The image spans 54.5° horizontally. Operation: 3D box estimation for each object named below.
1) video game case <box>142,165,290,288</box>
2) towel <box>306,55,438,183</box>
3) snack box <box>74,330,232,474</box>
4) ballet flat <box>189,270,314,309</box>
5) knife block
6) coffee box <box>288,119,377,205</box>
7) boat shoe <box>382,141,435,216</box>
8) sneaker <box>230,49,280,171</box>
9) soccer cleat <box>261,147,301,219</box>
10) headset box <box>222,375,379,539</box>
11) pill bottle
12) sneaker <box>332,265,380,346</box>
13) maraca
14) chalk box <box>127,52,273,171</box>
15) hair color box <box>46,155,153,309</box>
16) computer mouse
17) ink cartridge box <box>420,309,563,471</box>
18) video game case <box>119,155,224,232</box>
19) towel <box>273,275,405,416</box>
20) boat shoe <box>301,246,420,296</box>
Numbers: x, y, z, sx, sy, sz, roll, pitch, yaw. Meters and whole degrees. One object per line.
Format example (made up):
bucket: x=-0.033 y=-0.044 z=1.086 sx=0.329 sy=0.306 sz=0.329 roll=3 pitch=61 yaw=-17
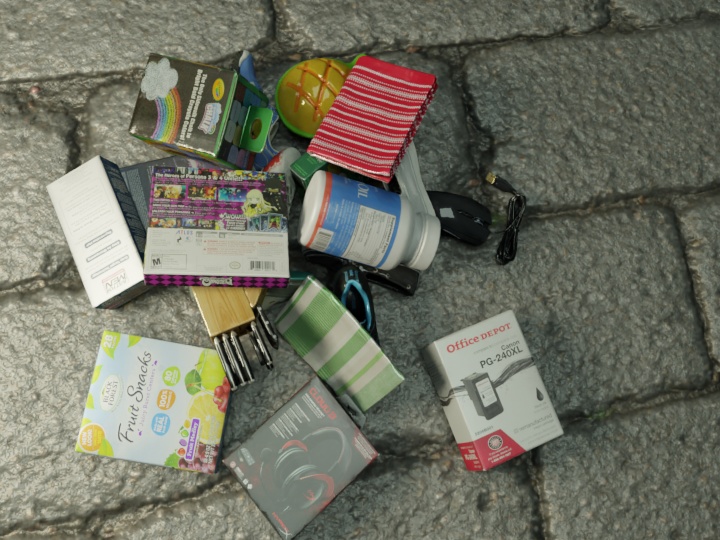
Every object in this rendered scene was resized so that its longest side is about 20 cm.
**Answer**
video game case: x=-0.199 y=-0.063 z=0.984 sx=0.194 sy=0.036 sz=0.185 roll=1 pitch=58 yaw=-13
towel: x=0.021 y=-0.236 z=1.061 sx=0.141 sy=0.023 sz=0.203 roll=20 pitch=66 yaw=15
snack box: x=-0.287 y=0.190 z=1.007 sx=0.194 sy=0.068 sz=0.174 roll=9 pitch=75 yaw=-4
ballet flat: x=-0.166 y=0.028 z=1.078 sx=0.194 sy=0.067 sz=0.066 roll=5 pitch=102 yaw=-6
knife block: x=-0.200 y=0.065 z=0.988 sx=0.195 sy=0.064 sz=0.179 roll=21 pitch=70 yaw=1
coffee box: x=-0.017 y=-0.176 z=1.114 sx=0.199 sy=0.124 sz=0.044 roll=-42 pitch=60 yaw=-15
boat shoe: x=0.067 y=-0.117 z=1.104 sx=0.067 sy=0.071 sz=0.205 roll=-24 pitch=110 yaw=-29
sneaker: x=-0.172 y=-0.256 z=1.138 sx=0.075 sy=0.076 sz=0.206 roll=-6 pitch=87 yaw=-6
soccer cleat: x=-0.134 y=-0.097 z=1.082 sx=0.068 sy=0.084 sz=0.203 roll=39 pitch=74 yaw=-43
headset box: x=-0.078 y=0.264 z=1.014 sx=0.199 sy=0.075 sz=0.149 roll=-39 pitch=84 yaw=-15
pill bottle: x=0.013 y=-0.066 z=1.028 sx=0.195 sy=0.112 sz=0.115 roll=15 pitch=73 yaw=-16
sneaker: x=-0.007 y=0.100 z=1.045 sx=0.071 sy=0.082 sz=0.206 roll=-12 pitch=99 yaw=-3
maraca: x=-0.044 y=-0.287 z=1.146 sx=0.195 sy=0.107 sz=0.141 roll=-16 pitch=82 yaw=-12
chalk box: x=-0.217 y=-0.225 z=1.039 sx=0.195 sy=0.124 sz=0.128 roll=17 pitch=91 yaw=15
hair color box: x=-0.381 y=-0.055 z=1.047 sx=0.098 sy=0.060 sz=0.204 roll=-26 pitch=80 yaw=7
computer mouse: x=0.188 y=-0.110 z=1.167 sx=0.196 sy=0.046 sz=0.143 roll=23 pitch=75 yaw=-2
ink cartridge box: x=0.198 y=0.182 z=1.073 sx=0.142 sy=0.083 sz=0.205 roll=-19 pitch=79 yaw=-13
video game case: x=-0.284 y=-0.113 z=1.112 sx=0.195 sy=0.019 sz=0.147 roll=-15 pitch=79 yaw=-13
towel: x=-0.038 y=0.115 z=1.026 sx=0.201 sy=0.153 sz=0.023 roll=49 pitch=48 yaw=7
boat shoe: x=0.000 y=0.000 z=1.104 sx=0.195 sy=0.070 sz=0.068 roll=13 pitch=72 yaw=-13
